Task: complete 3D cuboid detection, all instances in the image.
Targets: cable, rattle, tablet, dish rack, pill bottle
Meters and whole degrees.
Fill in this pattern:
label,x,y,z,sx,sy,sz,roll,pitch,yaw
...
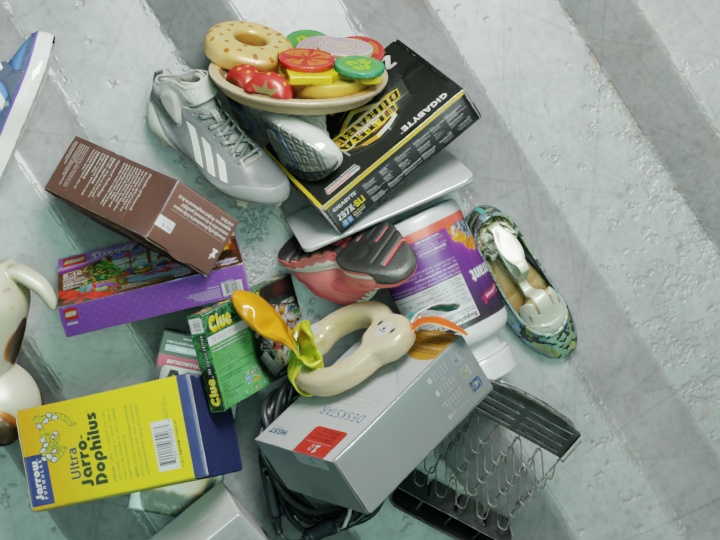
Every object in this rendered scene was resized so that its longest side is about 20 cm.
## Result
label,x,y,z,sx,sy,sz,roll,pitch,yaw
cable,-0.036,0.197,1.744,0.163,0.051,0.200,-13,100,-20
rattle,-0.007,0.039,1.635,0.200,0.130,0.143,-19,105,33
tablet,0.018,-0.080,1.732,0.200,0.130,0.014,-23,111,-5
dish rack,0.141,0.213,1.735,0.153,0.055,0.200,28,125,-9
pill bottle,0.095,0.031,1.747,0.111,0.111,0.200,-25,93,-5

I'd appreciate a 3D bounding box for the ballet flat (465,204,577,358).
label,x,y,z,sx,sy,sz,roll,pitch,yaw
ballet flat,0.182,0.015,1.776,0.074,0.074,0.200,-37,94,-4

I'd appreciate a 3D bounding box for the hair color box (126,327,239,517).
label,x,y,z,sx,sy,sz,roll,pitch,yaw
hair color box,-0.189,0.171,1.747,0.099,0.061,0.200,11,90,-5

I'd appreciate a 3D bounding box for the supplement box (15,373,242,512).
label,x,y,z,sx,sy,sz,roll,pitch,yaw
supplement box,-0.242,0.179,1.658,0.200,0.109,0.110,-13,84,14

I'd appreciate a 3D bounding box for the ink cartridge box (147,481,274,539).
label,x,y,z,sx,sy,sz,roll,pitch,yaw
ink cartridge box,-0.135,0.340,1.726,0.116,0.067,0.200,-38,125,-4

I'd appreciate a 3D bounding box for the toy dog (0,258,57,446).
label,x,y,z,sx,sy,sz,roll,pitch,yaw
toy dog,-0.404,0.090,1.695,0.194,0.140,0.200,-10,104,2

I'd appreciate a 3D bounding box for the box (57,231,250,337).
label,x,y,z,sx,sy,sz,roll,pitch,yaw
box,-0.226,0.006,1.703,0.200,0.137,0.039,-14,114,-5

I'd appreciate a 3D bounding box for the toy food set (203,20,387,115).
label,x,y,z,sx,sy,sz,roll,pitch,yaw
toy food set,-0.064,-0.220,1.694,0.198,0.200,0.049,-3,117,-13

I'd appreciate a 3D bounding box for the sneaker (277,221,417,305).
label,x,y,z,sx,sy,sz,roll,pitch,yaw
sneaker,0.000,0.000,1.710,0.074,0.200,0.087,-49,123,-25

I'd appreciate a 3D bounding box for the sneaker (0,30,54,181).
label,x,y,z,sx,sy,sz,roll,pitch,yaw
sneaker,-0.431,-0.189,1.710,0.146,0.081,0.200,23,94,-9

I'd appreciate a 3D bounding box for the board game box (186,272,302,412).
label,x,y,z,sx,sy,sz,roll,pitch,yaw
board game box,-0.116,0.074,1.690,0.023,0.200,0.105,-8,98,27

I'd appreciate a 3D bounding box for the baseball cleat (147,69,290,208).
label,x,y,z,sx,sy,sz,roll,pitch,yaw
baseball cleat,-0.156,-0.148,1.699,0.200,0.107,0.070,32,48,20

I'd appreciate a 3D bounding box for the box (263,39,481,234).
label,x,y,z,sx,sy,sz,roll,pitch,yaw
box,0.010,-0.149,1.716,0.200,0.160,0.049,-39,127,-3

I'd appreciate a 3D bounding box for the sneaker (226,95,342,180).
label,x,y,z,sx,sy,sz,roll,pitch,yaw
sneaker,-0.070,-0.166,1.701,0.087,0.200,0.075,-31,132,-14

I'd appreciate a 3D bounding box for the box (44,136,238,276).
label,x,y,z,sx,sy,sz,roll,pitch,yaw
box,-0.233,-0.070,1.663,0.100,0.200,0.075,36,83,-46

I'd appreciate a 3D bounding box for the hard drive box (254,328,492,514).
label,x,y,z,sx,sy,sz,roll,pitch,yaw
hard drive box,0.014,0.151,1.659,0.200,0.156,0.077,-44,116,-25
